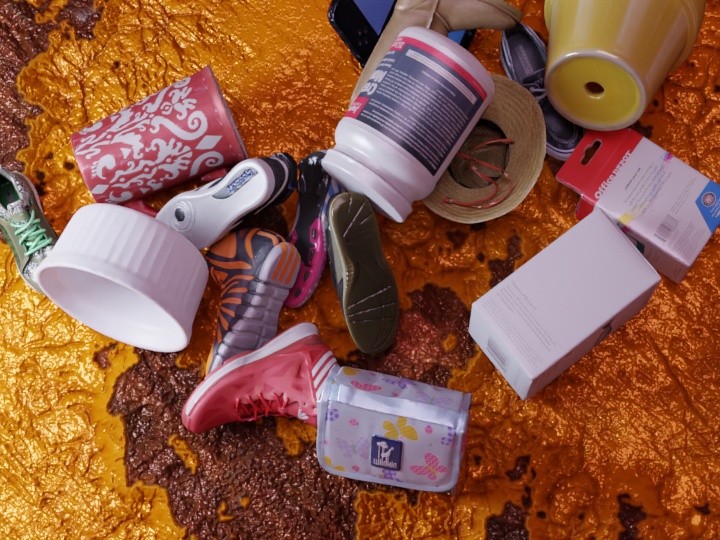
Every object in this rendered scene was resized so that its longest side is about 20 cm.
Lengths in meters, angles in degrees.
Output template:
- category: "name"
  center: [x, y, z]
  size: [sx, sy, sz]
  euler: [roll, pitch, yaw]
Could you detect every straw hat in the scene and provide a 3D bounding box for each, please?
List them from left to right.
- category: "straw hat"
  center: [0.152, -0.139, 1.554]
  size: [0.198, 0.085, 0.204]
  euler: [-7, 68, 18]

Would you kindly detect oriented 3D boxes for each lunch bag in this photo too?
- category: "lunch bag"
  center: [0.038, 0.182, 1.393]
  size: [0.167, 0.200, 0.129]
  euler: [11, 71, 6]

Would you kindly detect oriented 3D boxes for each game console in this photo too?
- category: "game console"
  center: [0.070, -0.364, 1.627]
  size: [0.117, 0.172, 0.202]
  euler: [11, 69, 34]

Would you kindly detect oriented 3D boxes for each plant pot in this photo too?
- category: "plant pot"
  center: [0.311, -0.285, 1.519]
  size: [0.198, 0.202, 0.190]
  euler: [20, 57, 9]

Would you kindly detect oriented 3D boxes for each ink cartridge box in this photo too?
- category: "ink cartridge box"
  center: [0.352, -0.092, 1.542]
  size: [0.199, 0.067, 0.117]
  euler: [35, 75, 13]

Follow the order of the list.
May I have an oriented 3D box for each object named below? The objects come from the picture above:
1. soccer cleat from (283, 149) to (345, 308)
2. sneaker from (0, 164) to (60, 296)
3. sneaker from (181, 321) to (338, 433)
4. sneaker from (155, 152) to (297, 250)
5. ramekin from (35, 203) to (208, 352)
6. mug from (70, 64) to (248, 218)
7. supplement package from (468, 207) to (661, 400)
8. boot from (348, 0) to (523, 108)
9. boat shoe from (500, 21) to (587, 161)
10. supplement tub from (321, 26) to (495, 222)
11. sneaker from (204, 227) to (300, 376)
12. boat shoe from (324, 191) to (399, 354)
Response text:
- category: "soccer cleat"
  center: [-0.051, -0.049, 1.548]
  size: [0.069, 0.086, 0.203]
  euler: [16, 94, 34]
- category: "sneaker"
  center: [-0.425, -0.053, 1.553]
  size: [0.076, 0.089, 0.201]
  euler: [-34, 73, -9]
- category: "sneaker"
  center: [-0.108, 0.154, 1.462]
  size: [0.199, 0.079, 0.116]
  euler: [-36, 60, -11]
- category: "sneaker"
  center: [-0.156, -0.082, 1.522]
  size: [0.198, 0.111, 0.074]
  euler: [-25, 88, 33]
- category: "ramekin"
  center: [-0.279, 0.007, 1.474]
  size: [0.198, 0.201, 0.099]
  euler: [18, 64, 9]
- category: "mug"
  center: [-0.249, -0.143, 1.558]
  size: [0.198, 0.134, 0.179]
  euler: [-22, 70, -2]
- category: "supplement package"
  center: [0.242, 0.042, 1.476]
  size: [0.199, 0.117, 0.118]
  euler: [-37, 73, -9]
- category: "boot"
  center: [0.097, -0.273, 1.584]
  size: [0.173, 0.066, 0.203]
  euler: [20, 97, -8]
- category: "boat shoe"
  center: [0.236, -0.237, 1.593]
  size: [0.071, 0.068, 0.202]
  euler: [-22, 70, 3]
- category: "supplement tub"
  center: [0.057, -0.176, 1.475]
  size: [0.139, 0.140, 0.201]
  euler: [33, 84, 13]
- category: "sneaker"
  center: [-0.155, 0.041, 1.524]
  size: [0.111, 0.077, 0.202]
  euler: [28, 91, 37]
- category: "boat shoe"
  center: [-0.001, 0.000, 1.507]
  size: [0.071, 0.066, 0.204]
  euler: [-16, 105, -12]
